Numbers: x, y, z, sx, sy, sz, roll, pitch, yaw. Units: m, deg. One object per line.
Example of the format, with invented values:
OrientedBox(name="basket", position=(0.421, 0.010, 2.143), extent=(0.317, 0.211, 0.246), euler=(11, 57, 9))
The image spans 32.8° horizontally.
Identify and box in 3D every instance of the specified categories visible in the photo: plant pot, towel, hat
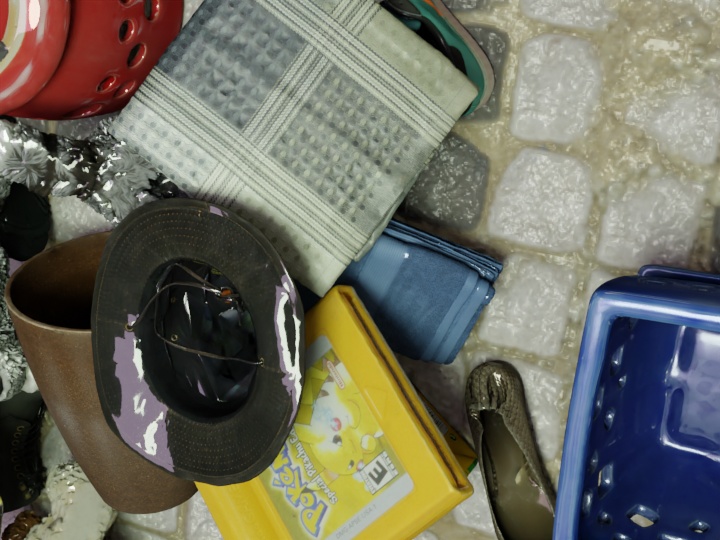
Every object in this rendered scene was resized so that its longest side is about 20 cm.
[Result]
OrientedBox(name="plant pot", position=(-0.268, -0.214, 0.972), extent=(0.198, 0.182, 0.203), euler=(6, 107, 22))
OrientedBox(name="towel", position=(-0.045, -0.110, 0.863), extent=(0.199, 0.035, 0.193), euler=(38, 94, -3))
OrientedBox(name="plant pot", position=(0.252, 0.104, 0.827), extent=(0.198, 0.180, 0.203), euler=(11, 105, 20))
OrientedBox(name="plant pot", position=(-0.187, 0.094, 1.023), extent=(0.185, 0.187, 0.202), euler=(8, 118, 20))
OrientedBox(name="towel", position=(0.000, 0.000, 0.943), extent=(0.198, 0.049, 0.112), euler=(22, 131, -9))
OrientedBox(name="hat", position=(-0.102, 0.046, 0.871), extent=(0.198, 0.081, 0.204), euler=(5, 101, 25))

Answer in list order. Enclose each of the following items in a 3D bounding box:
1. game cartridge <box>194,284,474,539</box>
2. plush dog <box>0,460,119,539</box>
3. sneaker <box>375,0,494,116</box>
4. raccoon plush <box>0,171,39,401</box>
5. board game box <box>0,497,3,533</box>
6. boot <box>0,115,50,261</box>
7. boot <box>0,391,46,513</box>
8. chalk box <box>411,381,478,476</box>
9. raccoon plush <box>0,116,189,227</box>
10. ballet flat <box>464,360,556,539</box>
OrientedBox(name="game cartridge", position=(-0.036, 0.140, 0.895), extent=(0.200, 0.032, 0.177), euler=(-42, 69, 25))
OrientedBox(name="plush dog", position=(-0.266, 0.296, 1.112), extent=(0.201, 0.160, 0.172), euler=(53, 151, 3))
OrientedBox(name="sneaker", position=(0.017, -0.194, 0.910), extent=(0.200, 0.080, 0.071), euler=(46, 115, 7))
OrientedBox(name="raccoon plush", position=(-0.298, 0.017, 1.023), extent=(0.096, 0.134, 0.201), euler=(21, 75, 35))
OrientedBox(name="board game box", position=(-0.379, 0.159, 1.062), extent=(0.201, 0.056, 0.166), euler=(56, 150, 19))
OrientedBox(name="boot", position=(-0.379, -0.080, 1.107), extent=(0.161, 0.073, 0.200), euler=(-22, 86, 23))
OrientedBox(name="boot", position=(-0.306, 0.152, 1.137), extent=(0.199, 0.077, 0.140), euler=(-18, 99, 38))
OrientedBox(name="chalk box", position=(-0.026, 0.185, 0.992), extent=(0.125, 0.124, 0.200), euler=(48, 115, 6))
OrientedBox(name="raccoon plush", position=(-0.182, -0.099, 0.954), extent=(0.198, 0.134, 0.097), euler=(28, 105, -16))
OrientedBox(name="ballet flat", position=(0.124, 0.171, 0.969), extent=(0.067, 0.046, 0.203), euler=(-12, 97, 25))
